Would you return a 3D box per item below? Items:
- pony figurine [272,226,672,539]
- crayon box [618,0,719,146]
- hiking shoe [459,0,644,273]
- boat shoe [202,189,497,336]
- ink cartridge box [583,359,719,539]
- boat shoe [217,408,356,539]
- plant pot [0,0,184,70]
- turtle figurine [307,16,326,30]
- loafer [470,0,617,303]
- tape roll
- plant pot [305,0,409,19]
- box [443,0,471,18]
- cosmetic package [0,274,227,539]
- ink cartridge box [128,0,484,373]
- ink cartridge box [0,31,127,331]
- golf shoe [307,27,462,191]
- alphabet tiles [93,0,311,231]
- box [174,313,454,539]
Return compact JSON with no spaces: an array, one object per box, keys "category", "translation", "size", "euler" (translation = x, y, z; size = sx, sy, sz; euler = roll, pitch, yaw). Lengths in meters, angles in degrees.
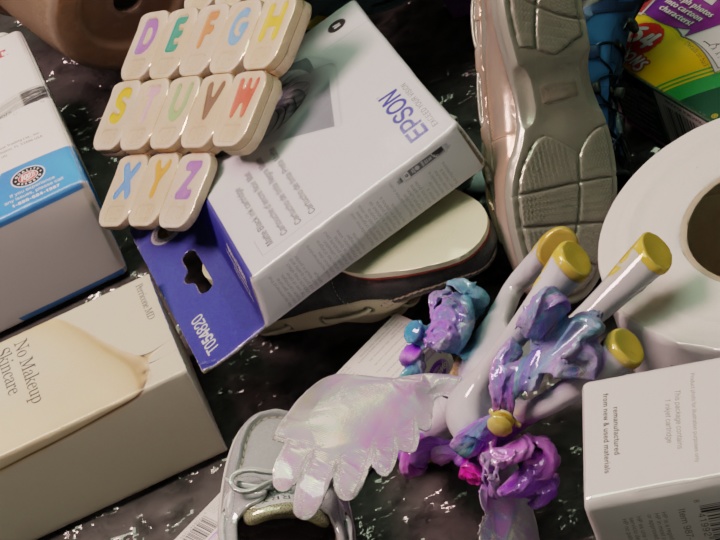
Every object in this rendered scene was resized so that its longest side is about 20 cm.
[{"category":"pony figurine","translation":[0.065,0.073,1.344],"size":[0.200,0.166,0.193],"euler":[-45,10,31]},{"category":"crayon box","translation":[0.229,-0.153,1.595],"size":[0.172,0.058,0.200],"euler":[-35,39,-13]},{"category":"hiking shoe","translation":[0.132,-0.084,1.527],"size":[0.087,0.074,0.201],"euler":[26,93,28]},{"category":"boat shoe","translation":[0.000,0.000,1.502],"size":[0.199,0.063,0.071],"euler":[-9,40,35]},{"category":"ink cartridge box","translation":[0.218,0.111,1.224],"size":[0.199,0.145,0.084],"euler":[-11,40,14]},{"category":"boat shoe","translation":[-0.037,0.153,1.345],"size":[0.074,0.065,0.202],"euler":[4,52,-5]},{"category":"plant pot","translation":[-0.187,-0.226,1.746],"size":[0.200,0.201,0.175],"euler":[-28,47,-5]},{"category":"turtle figurine","translation":[-0.054,-0.200,1.783],"size":[0.200,0.064,0.161],"euler":[-40,34,-7]},{"category":"loafer","translation":[0.099,-0.080,1.468],"size":[0.072,0.201,0.063],"euler":[-6,2,-26]},{"category":"tape roll","translation":[0.233,-0.003,1.418],"size":[0.202,0.071,0.203],"euler":[-13,41,12]},{"category":"plant pot","translation":[-0.018,-0.278,1.650],"size":[0.200,0.200,0.197],"euler":[-24,71,-1]},{"category":"box","translation":[0.138,-0.218,1.661],"size":[0.137,0.039,0.200],"euler":[-35,12,-14]},{"category":"cosmetic package","translation":[-0.190,0.095,1.511],"size":[0.200,0.073,0.104],"euler":[-26,39,-2]},{"category":"ink cartridge box","translation":[-0.046,-0.055,1.515],"size":[0.200,0.041,0.200],"euler":[-38,32,1]},{"category":"ink cartridge box","translation":[-0.252,-0.052,1.696],"size":[0.144,0.084,0.200],"euler":[-25,39,-3]},{"category":"golf shoe","translation":[0.015,-0.084,1.618],"size":[0.092,0.073,0.200],"euler":[-17,48,1]},{"category":"alphabet tiles","translation":[-0.100,-0.116,1.570],"size":[0.200,0.015,0.196],"euler":[3,68,58]},{"category":"box","translation":[-0.025,0.106,1.443],"size":[0.041,0.039,0.200],"euler":[22,57,39]}]
